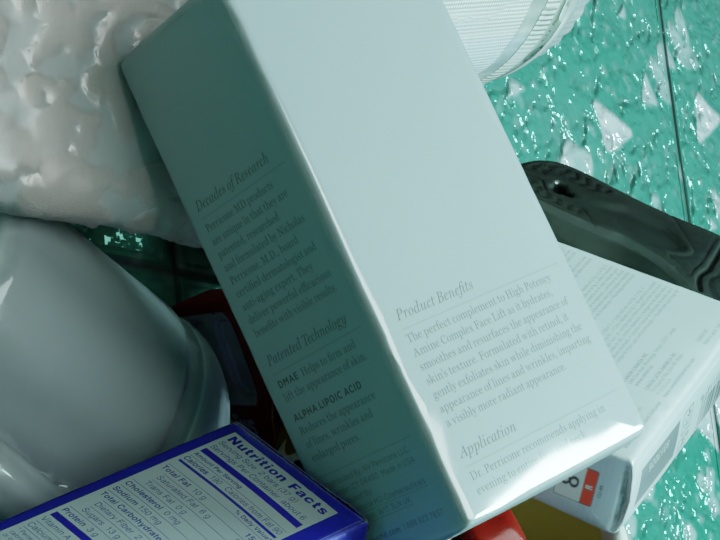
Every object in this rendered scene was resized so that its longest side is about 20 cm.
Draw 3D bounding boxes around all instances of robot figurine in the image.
[{"bbox_3d":[-0.127,0.041,0.726,0.200,0.113,0.170,43,21,-34],"label":"robot figurine"}]

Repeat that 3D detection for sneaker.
[{"bbox_3d":[0.154,0.030,1.058,0.076,0.198,0.115,-41,152,-50],"label":"sneaker"}]

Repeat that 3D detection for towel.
[{"bbox_3d":[-0.078,-0.106,0.711,0.199,0.032,0.193,10,77,-41],"label":"towel"}]

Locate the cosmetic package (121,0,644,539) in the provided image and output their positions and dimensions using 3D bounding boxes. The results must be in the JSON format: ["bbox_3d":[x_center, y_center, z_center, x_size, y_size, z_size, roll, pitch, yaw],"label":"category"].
[{"bbox_3d":[0.008,-0.008,0.680,0.101,0.074,0.201,-19,82,-42],"label":"cosmetic package"}]

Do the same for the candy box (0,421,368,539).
[{"bbox_3d":[-0.102,0.162,0.646,0.199,0.077,0.170,-20,133,-40],"label":"candy box"}]

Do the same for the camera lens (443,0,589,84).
[{"bbox_3d":[0.009,-0.163,0.933,0.199,0.159,0.161,-13,88,-53],"label":"camera lens"}]

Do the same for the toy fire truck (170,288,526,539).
[{"bbox_3d":[-0.022,0.083,0.792,0.112,0.200,0.169,-23,94,-19],"label":"toy fire truck"}]

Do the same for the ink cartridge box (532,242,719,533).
[{"bbox_3d":[0.070,0.039,0.953,0.162,0.199,0.050,-40,142,-51],"label":"ink cartridge box"}]

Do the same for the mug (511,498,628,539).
[{"bbox_3d":[0.092,0.190,0.934,0.187,0.149,0.154,-49,125,-31],"label":"mug"}]
